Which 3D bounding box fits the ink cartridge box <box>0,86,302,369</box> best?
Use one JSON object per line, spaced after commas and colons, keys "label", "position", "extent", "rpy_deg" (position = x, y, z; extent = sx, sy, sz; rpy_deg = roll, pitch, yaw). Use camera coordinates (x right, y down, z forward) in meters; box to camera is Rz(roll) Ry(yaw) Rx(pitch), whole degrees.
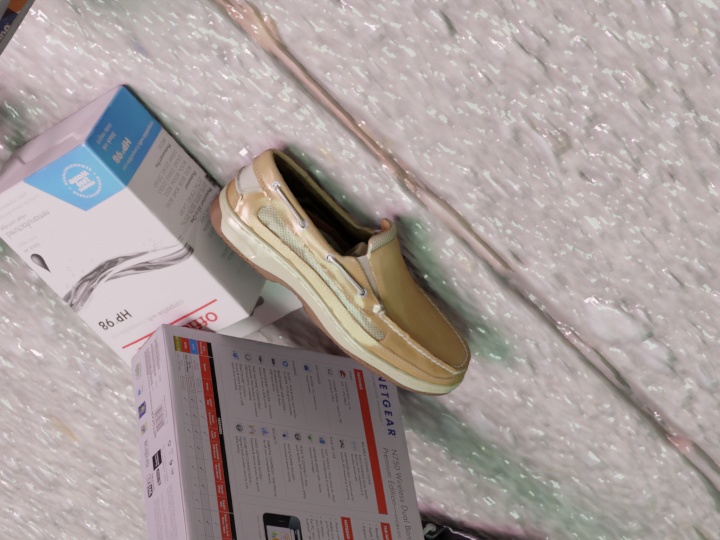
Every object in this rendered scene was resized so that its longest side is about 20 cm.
{"label": "ink cartridge box", "position": [-0.138, -0.011, 1.435], "extent": [0.116, 0.067, 0.200], "rpy_deg": [-27, 116, 37]}

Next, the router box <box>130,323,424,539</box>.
{"label": "router box", "position": [-0.050, 0.143, 1.402], "extent": [0.179, 0.200, 0.049], "rpy_deg": [13, 141, -30]}

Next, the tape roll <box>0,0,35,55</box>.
{"label": "tape roll", "position": [-0.211, -0.180, 1.222], "extent": [0.066, 0.200, 0.200], "rpy_deg": [32, 134, -7]}

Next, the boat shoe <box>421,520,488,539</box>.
{"label": "boat shoe", "position": [0.034, 0.207, 1.562], "extent": [0.200, 0.072, 0.068], "rpy_deg": [-1, 131, 32]}

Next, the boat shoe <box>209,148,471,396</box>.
{"label": "boat shoe", "position": [0.000, 0.000, 1.393], "extent": [0.200, 0.072, 0.076], "rpy_deg": [37, 121, -12]}
